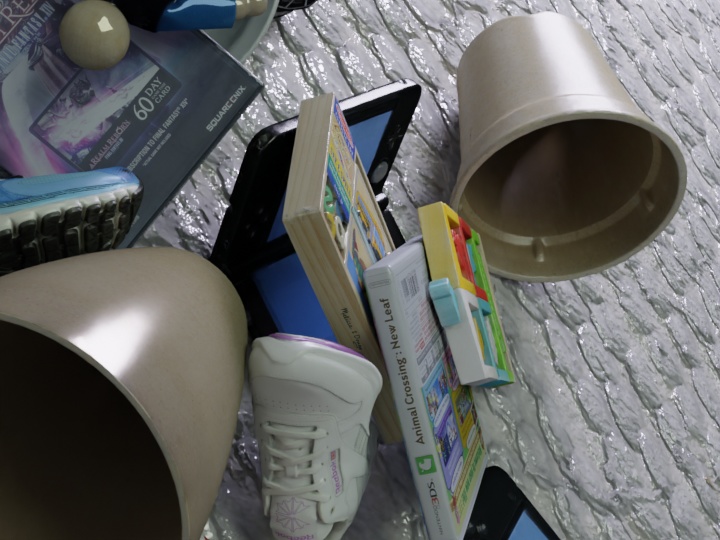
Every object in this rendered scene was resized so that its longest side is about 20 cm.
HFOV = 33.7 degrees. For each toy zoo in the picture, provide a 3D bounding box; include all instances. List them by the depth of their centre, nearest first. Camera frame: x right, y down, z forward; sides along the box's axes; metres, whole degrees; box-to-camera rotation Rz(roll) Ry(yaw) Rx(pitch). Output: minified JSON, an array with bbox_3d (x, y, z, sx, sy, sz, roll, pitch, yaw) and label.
[{"bbox_3d":[0.081,0.023,0.901,0.200,0.020,0.131,26,50,-74],"label":"toy zoo"}]

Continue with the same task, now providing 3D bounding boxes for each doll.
[{"bbox_3d":[-0.112,-0.196,0.707,0.136,0.048,0.200,36,62,-12],"label":"doll"}]

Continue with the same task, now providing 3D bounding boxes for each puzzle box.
[{"bbox_3d":[0.000,0.000,0.786,0.133,0.025,0.200,-87,159,-50],"label":"puzzle box"}]

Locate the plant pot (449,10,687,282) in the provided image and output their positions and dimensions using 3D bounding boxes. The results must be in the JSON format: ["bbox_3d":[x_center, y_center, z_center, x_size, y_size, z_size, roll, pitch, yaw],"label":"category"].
[{"bbox_3d":[0.164,-0.124,1.050,0.200,0.200,0.184,25,39,-33],"label":"plant pot"}]

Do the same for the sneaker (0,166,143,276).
[{"bbox_3d":[-0.217,-0.040,0.657,0.200,0.078,0.090,-10,64,-28],"label":"sneaker"}]

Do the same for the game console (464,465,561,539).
[{"bbox_3d":[0.155,0.246,0.847,0.200,0.119,0.172,52,41,-8],"label":"game console"}]

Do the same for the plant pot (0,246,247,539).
[{"bbox_3d":[-0.138,0.066,0.639,0.187,0.187,0.200,52,27,-7],"label":"plant pot"}]

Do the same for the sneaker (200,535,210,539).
[{"bbox_3d":[-0.081,0.243,0.645,0.115,0.078,0.200,33,47,-25],"label":"sneaker"}]

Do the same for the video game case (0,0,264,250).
[{"bbox_3d":[-0.178,-0.123,0.716,0.200,0.019,0.143,40,82,-12],"label":"video game case"}]

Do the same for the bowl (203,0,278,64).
[{"bbox_3d":[-0.154,-0.205,0.809,0.201,0.090,0.202,0,92,-8],"label":"bowl"}]

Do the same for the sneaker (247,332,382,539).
[{"bbox_3d":[-0.026,0.109,0.724,0.200,0.075,0.100,74,26,-56],"label":"sneaker"}]

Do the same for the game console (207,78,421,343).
[{"bbox_3d":[-0.002,-0.024,0.867,0.116,0.176,0.200,36,36,19],"label":"game console"}]

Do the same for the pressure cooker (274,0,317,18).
[{"bbox_3d":[-0.057,-0.313,0.920,0.179,0.200,0.176,39,43,-22],"label":"pressure cooker"}]

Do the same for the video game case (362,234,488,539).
[{"bbox_3d":[0.050,0.073,0.821,0.200,0.022,0.182,-34,111,-77],"label":"video game case"}]

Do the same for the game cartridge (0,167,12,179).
[{"bbox_3d":[-0.210,-0.158,0.735,0.133,0.041,0.200,-26,97,-9],"label":"game cartridge"}]
